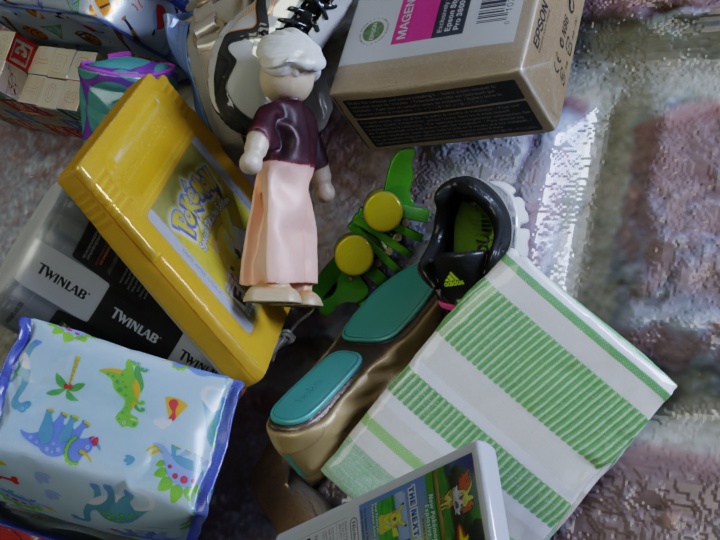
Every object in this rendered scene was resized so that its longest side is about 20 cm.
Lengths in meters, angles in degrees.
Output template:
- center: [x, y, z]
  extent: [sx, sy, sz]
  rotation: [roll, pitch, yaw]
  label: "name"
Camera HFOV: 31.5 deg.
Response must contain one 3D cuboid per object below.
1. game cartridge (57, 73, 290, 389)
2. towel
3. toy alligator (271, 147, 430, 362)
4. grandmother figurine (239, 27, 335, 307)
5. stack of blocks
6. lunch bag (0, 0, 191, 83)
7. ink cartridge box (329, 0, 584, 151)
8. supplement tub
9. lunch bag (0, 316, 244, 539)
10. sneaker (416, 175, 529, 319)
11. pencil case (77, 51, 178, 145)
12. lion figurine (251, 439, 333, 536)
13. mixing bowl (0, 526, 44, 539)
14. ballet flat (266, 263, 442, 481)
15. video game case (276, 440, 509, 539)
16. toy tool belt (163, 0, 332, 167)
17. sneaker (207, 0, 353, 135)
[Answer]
- center: [-0.121, -0.036, 0.945]
  extent: [0.032, 0.201, 0.177]
  rotation: [-27, 23, 24]
  label: "game cartridge"
- center: [0.092, 0.106, 0.852]
  extent: [0.152, 0.023, 0.201]
  rotation: [39, 98, 2]
  label: "towel"
- center: [0.000, 0.000, 0.984]
  extent: [0.054, 0.059, 0.201]
  rotation: [33, 94, -3]
  label: "toy alligator"
- center: [-0.056, -0.077, 0.927]
  extent: [0.060, 0.121, 0.203]
  rotation: [0, 85, 15]
  label: "grandmother figurine"
- center: [-0.306, -0.176, 1.215]
  extent: [0.198, 0.115, 0.059]
  rotation: [13, 80, 36]
  label: "stack of blocks"
- center: [-0.242, -0.237, 1.166]
  extent: [0.198, 0.160, 0.077]
  rotation: [12, 79, 37]
  label: "lunch bag"
- center: [0.081, -0.197, 0.962]
  extent: [0.163, 0.075, 0.202]
  rotation: [-3, 58, 32]
  label: "ink cartridge box"
- center: [-0.176, 0.030, 0.984]
  extent: [0.123, 0.199, 0.123]
  rotation: [-50, 19, 23]
  label: "supplement tub"
- center: [-0.188, 0.141, 0.932]
  extent: [0.168, 0.200, 0.129]
  rotation: [19, 62, -5]
  label: "lunch bag"
- center: [0.079, 0.022, 0.895]
  extent: [0.073, 0.087, 0.203]
  rotation: [-10, 70, 30]
  label: "sneaker"
- center: [-0.190, -0.075, 1.063]
  extent: [0.092, 0.084, 0.203]
  rotation: [-126, 35, -69]
  label: "pencil case"
- center: [-0.041, 0.186, 0.939]
  extent: [0.122, 0.072, 0.201]
  rotation: [-43, 40, 23]
  label: "lion figurine"
- center: [-0.261, 0.262, 1.026]
  extent: [0.198, 0.108, 0.203]
  rotation: [-13, 65, 30]
  label: "mixing bowl"
- center: [0.005, 0.072, 0.926]
  extent: [0.068, 0.064, 0.200]
  rotation: [7, 41, 44]
  label: "ballet flat"
- center: [0.022, 0.229, 0.782]
  extent: [0.181, 0.022, 0.202]
  rotation: [-31, 49, 31]
  label: "video game case"
- center: [-0.116, -0.183, 1.071]
  extent: [0.122, 0.124, 0.203]
  rotation: [-17, 91, 34]
  label: "toy tool belt"
- center: [-0.053, -0.197, 0.986]
  extent: [0.080, 0.073, 0.202]
  rotation: [-10, 52, 61]
  label: "sneaker"
